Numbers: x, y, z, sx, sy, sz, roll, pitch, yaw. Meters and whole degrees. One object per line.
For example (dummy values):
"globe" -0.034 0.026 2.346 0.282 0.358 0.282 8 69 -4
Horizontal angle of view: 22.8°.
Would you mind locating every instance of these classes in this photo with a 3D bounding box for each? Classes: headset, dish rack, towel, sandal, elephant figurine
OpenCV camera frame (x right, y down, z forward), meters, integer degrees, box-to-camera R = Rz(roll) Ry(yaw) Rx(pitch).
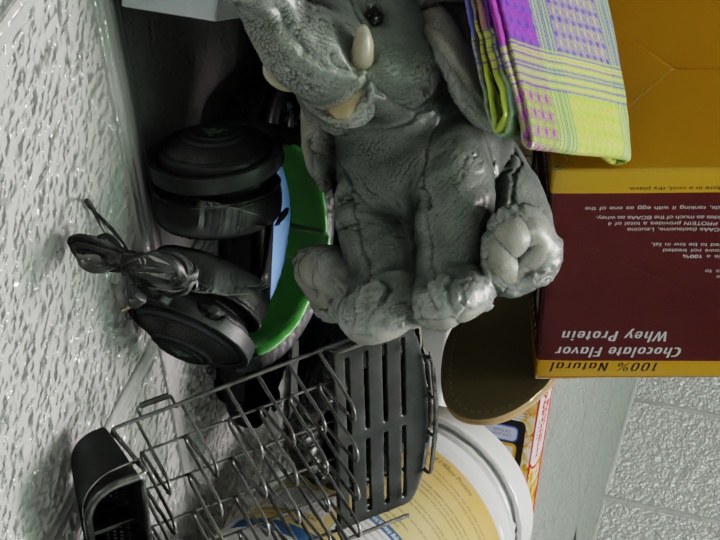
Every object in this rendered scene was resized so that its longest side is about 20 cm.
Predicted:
"headset" -0.063 -0.009 0.851 0.200 0.094 0.124 -1 102 -59
"dish rack" -0.045 0.111 0.878 0.199 0.055 0.154 -20 135 -20
"towel" 0.078 -0.148 0.839 0.143 0.023 0.201 -1 76 -60
"sandal" 0.102 0.040 1.130 0.212 0.077 0.070 -73 160 -45
"elephant figurine" 0.017 -0.080 0.829 0.155 0.141 0.201 -155 -135 -76

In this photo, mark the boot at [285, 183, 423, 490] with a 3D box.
"boot" 0.002 0.001 1.004 0.158 0.079 0.212 -88 -178 -64

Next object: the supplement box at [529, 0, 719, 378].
"supplement box" 0.195 -0.047 1.000 0.200 0.196 0.133 86 5 -55

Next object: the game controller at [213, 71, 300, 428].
"game controller" -0.052 -0.016 0.996 0.104 0.042 0.201 -52 150 -61

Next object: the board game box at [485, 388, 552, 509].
"board game box" 0.053 0.140 1.289 0.046 0.151 0.201 -34 133 -70

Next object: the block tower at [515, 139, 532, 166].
"block tower" 0.071 -0.087 0.996 0.200 0.057 0.054 80 12 -64

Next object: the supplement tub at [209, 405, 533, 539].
"supplement tub" 0.002 0.177 1.051 0.200 0.144 0.145 -35 136 -48

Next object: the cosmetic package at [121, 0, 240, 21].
"cosmetic package" -0.049 -0.202 0.857 0.200 0.051 0.152 -36 137 -71

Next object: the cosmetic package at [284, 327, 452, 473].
"cosmetic package" 0.015 0.039 1.160 0.085 0.107 0.201 -56 154 -59
